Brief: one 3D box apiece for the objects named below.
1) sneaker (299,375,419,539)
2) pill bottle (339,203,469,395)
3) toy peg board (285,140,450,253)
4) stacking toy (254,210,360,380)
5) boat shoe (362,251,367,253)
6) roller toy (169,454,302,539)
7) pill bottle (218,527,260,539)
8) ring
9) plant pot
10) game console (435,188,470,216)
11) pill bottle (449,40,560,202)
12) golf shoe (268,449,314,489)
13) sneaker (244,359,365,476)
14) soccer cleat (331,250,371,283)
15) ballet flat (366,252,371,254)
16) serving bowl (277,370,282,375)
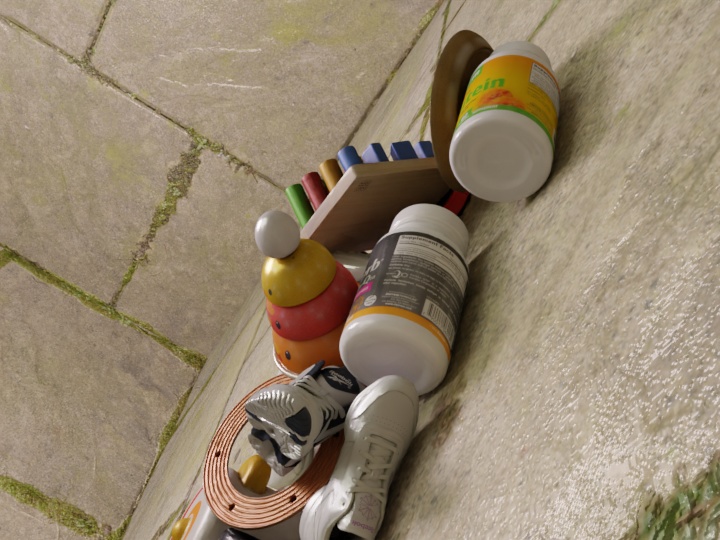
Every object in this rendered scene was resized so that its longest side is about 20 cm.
[{"bbox_3d":[0.011,0.201,0.780,0.202,0.074,0.100,-66,18,4],"label":"sneaker"},{"bbox_3d":[0.056,0.027,0.885,0.116,0.116,0.201,-48,15,45],"label":"pill bottle"},{"bbox_3d":[0.006,-0.114,1.095,0.199,0.098,0.199,-12,-24,-38],"label":"toy peg board"},{"bbox_3d":[-0.066,0.013,0.914,0.145,0.201,0.147,-17,36,13],"label":"stacking toy"},{"bbox_3d":[-0.006,0.005,1.313,0.070,0.073,0.200,-19,-9,11],"label":"boat shoe"},{"bbox_3d":[-0.164,0.340,0.985,0.200,0.139,0.183,-52,13,31],"label":"roller toy"},{"bbox_3d":[-0.138,0.380,0.832,0.201,0.111,0.112,-63,11,-14],"label":"pill bottle"},{"bbox_3d":[-0.094,0.202,0.930,0.199,0.019,0.202,-21,41,19],"label":"ring"},{"bbox_3d":[0.144,-0.199,1.028,0.027,0.201,0.201,8,58,31],"label":"plant pot"},{"bbox_3d":[0.122,-0.111,1.215,0.178,0.031,0.200,-62,10,-32],"label":"game console"},{"bbox_3d":[0.170,-0.179,0.930,0.111,0.110,0.201,-49,14,42],"label":"pill bottle"},{"bbox_3d":[-0.099,0.222,1.091,0.091,0.075,0.201,-5,-47,-46],"label":"golf shoe"},{"bbox_3d":[-0.046,0.130,0.829,0.130,0.079,0.200,-43,-17,-25],"label":"sneaker"},{"bbox_3d":[0.000,0.000,1.082,0.070,0.198,0.078,70,-174,-53],"label":"soccer cleat"},{"bbox_3d":[-0.003,0.013,1.149,0.198,0.071,0.065,-16,1,12],"label":"ballet flat"},{"bbox_3d":[-0.072,0.109,1.370,0.200,0.065,0.202,-155,90,-85],"label":"serving bowl"}]
